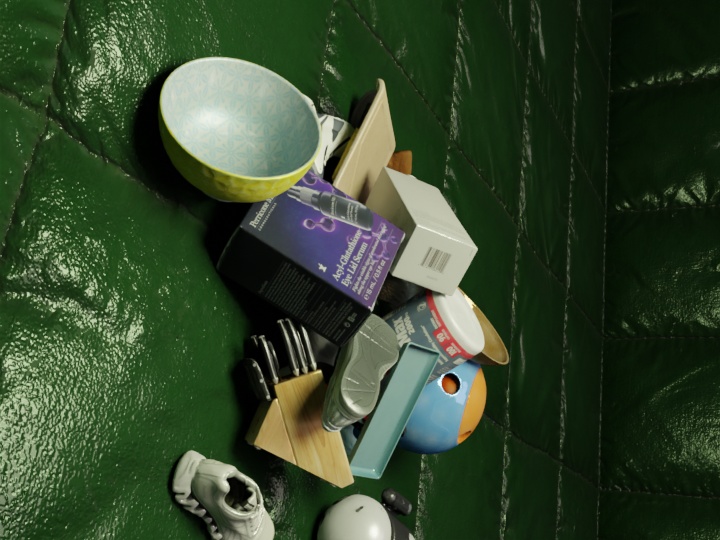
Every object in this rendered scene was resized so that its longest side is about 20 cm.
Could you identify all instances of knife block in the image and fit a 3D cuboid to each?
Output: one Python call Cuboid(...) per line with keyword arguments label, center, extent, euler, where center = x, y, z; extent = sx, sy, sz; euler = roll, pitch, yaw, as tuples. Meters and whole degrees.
Cuboid(label="knife block", center=(-0.071, 0.166, 1.167), extent=(0.198, 0.064, 0.178), euler=(29, 78, -16))

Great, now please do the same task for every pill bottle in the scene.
Cuboid(label="pill bottle", center=(0.072, 0.114, 1.302), extent=(0.120, 0.199, 0.120), euler=(45, 22, -25))

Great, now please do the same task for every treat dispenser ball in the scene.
Cuboid(label="treat dispenser ball", center=(0.109, 0.199, 1.459), extent=(0.200, 0.197, 0.206), euler=(12, 77, -61))

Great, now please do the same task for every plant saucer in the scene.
Cuboid(label="plant saucer", center=(0.161, 0.083, 1.436), extent=(0.200, 0.035, 0.201), euler=(42, 18, -16))
Cuboid(label="plant saucer", center=(0.042, 0.192, 1.218), extent=(0.069, 0.019, 0.203), euler=(19, 98, -41))

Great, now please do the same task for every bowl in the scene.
Cuboid(label="bowl", center=(-0.155, -0.148, 1.066), extent=(0.108, 0.198, 0.202), euler=(-59, -177, 46))

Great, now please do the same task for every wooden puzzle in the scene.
Cuboid(label="wooden puzzle", center=(0.002, -0.163, 1.347), extent=(0.185, 0.037, 0.203), euler=(70, 39, -70))

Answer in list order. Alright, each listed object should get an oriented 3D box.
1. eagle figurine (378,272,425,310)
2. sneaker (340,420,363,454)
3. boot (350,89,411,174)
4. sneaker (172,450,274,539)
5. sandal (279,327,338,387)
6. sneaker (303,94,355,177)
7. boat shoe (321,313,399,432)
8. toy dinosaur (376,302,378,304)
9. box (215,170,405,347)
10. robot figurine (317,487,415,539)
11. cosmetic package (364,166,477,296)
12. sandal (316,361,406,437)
Cuboid(label="eagle figurine", center=(-0.004, 0.005, 1.342), extent=(0.198, 0.150, 0.154), euler=(0, 58, -50))
Cuboid(label="sneaker", center=(-0.027, 0.194, 1.325), extent=(0.202, 0.080, 0.074), euler=(67, 32, -33))
Cuboid(label="boot", center=(0.055, -0.208, 1.544), extent=(0.199, 0.067, 0.193), euler=(-8, 93, -63))
Cuboid(label="sneaker", center=(-0.150, 0.293, 1.081), extent=(0.201, 0.079, 0.076), euler=(59, 37, -44))
Cuboid(label="sandal", center=(-0.078, 0.145, 1.243), extent=(0.078, 0.059, 0.211), euler=(25, 78, -41))
Cuboid(label="sneaker", center=(-0.073, -0.164, 1.286), extent=(0.199, 0.078, 0.133), euler=(27, 69, -65))
Cuboid(label="boat shoe", center=(-0.002, 0.129, 1.156), extent=(0.074, 0.065, 0.203), euler=(40, 33, -12))
Cuboid(label="toy dinosaur", center=(0.071, -0.036, 1.509), extent=(0.182, 0.103, 0.205), euler=(97, -2, -79))
Cuboid(label="box", center=(-0.063, -0.026, 1.148), extent=(0.198, 0.105, 0.149), euler=(31, 49, -8))
Cuboid(label="robot figurine", center=(0.013, 0.418, 1.338), extent=(0.201, 0.122, 0.153), euler=(52, 33, -48))
Cuboid(label="cosmetic package", center=(0.081, -0.061, 1.277), extent=(0.086, 0.106, 0.201), euler=(-62, -157, 21))
Cuboid(label="sandal", center=(-0.006, 0.192, 1.238), extent=(0.200, 0.074, 0.046), euler=(43, 65, -41))
